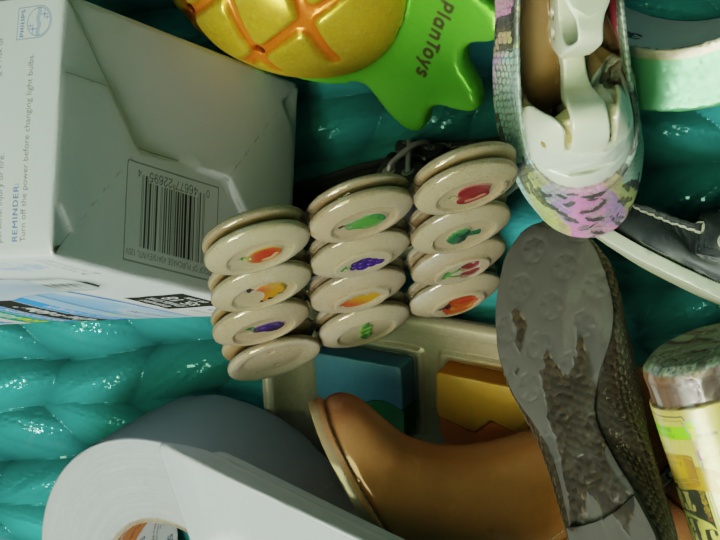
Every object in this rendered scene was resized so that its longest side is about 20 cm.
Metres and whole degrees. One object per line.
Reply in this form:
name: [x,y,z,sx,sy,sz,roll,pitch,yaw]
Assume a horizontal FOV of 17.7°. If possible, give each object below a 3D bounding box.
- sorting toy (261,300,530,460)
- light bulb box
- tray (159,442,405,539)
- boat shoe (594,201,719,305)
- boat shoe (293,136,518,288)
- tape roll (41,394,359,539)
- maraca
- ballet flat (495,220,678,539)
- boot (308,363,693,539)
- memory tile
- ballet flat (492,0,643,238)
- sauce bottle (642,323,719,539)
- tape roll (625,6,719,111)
sorting toy: [0.040,0.112,1.243,0.199,0.036,0.186,7,115,22]
light bulb box: [-0.167,-0.048,1.146,0.199,0.198,0.125,-3,79,32]
tray: [-0.006,0.146,1.146,0.199,0.022,0.108,23,151,24]
boat shoe: [0.198,-0.007,1.102,0.199,0.074,0.066,26,93,24]
boat shoe: [-0.003,-0.033,1.181,0.200,0.067,0.057,-23,106,35]
tape roll: [-0.082,0.173,1.289,0.200,0.066,0.201,15,118,30]
maraca: [-0.019,-0.147,1.109,0.200,0.107,0.137,32,135,15]
ballet flat: [0.114,0.071,1.119,0.067,0.046,0.201,-25,66,23]
boot: [0.085,0.097,1.163,0.155,0.074,0.200,-42,104,11]
memory tile: [0.000,0.000,1.113,0.153,0.200,0.017,-16,71,-6]
ballet flat: [0.095,-0.101,1.041,0.069,0.071,0.201,-11,110,-8]
sauce bottle: [0.192,0.127,1.112,0.065,0.065,0.201,-13,102,29]
tape roll: [0.140,-0.175,1.062,0.200,0.048,0.201,10,116,20]
